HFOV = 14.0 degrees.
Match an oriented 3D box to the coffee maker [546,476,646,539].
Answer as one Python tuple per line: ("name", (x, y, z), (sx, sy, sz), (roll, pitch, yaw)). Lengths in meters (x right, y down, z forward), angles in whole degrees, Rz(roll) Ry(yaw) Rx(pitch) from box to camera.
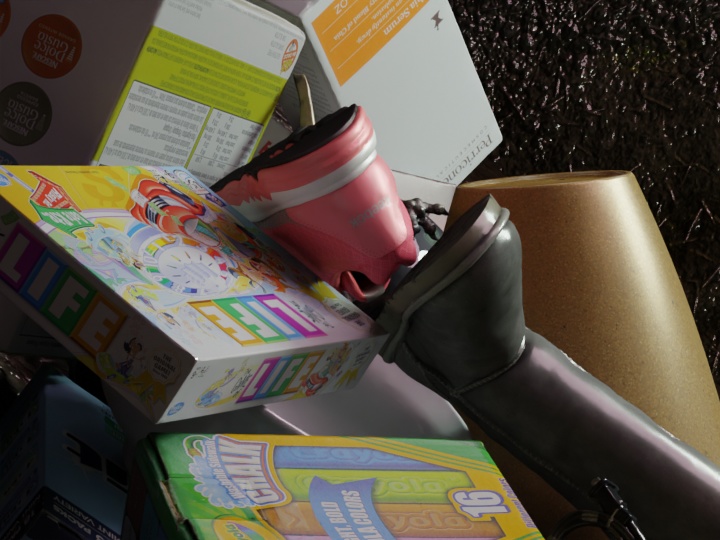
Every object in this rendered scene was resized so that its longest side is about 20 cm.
("coffee maker", (0.108, 0.209, 1.368), (0.200, 0.192, 0.135), (23, 38, -55))

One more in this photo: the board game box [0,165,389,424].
("board game box", (-0.083, 0.006, 1.281), (0.134, 0.034, 0.200), (39, 16, 17))

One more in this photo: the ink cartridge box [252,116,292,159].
("ink cartridge box", (-0.035, 0.024, 1.761), (0.200, 0.146, 0.086), (40, -13, -2))

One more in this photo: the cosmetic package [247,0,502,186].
("cosmetic package", (0.004, -0.124, 1.755), (0.071, 0.101, 0.200), (29, -23, 39))

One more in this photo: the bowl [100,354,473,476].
("bowl", (-0.049, 0.074, 1.380), (0.201, 0.090, 0.201), (30, 16, -9))

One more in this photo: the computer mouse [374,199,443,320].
("computer mouse", (0.036, 0.050, 1.608), (0.138, 0.053, 0.200), (2, 76, -53))

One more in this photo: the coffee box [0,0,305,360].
("coffee box", (-0.180, -0.081, 1.451), (0.199, 0.198, 0.200), (26, 4, 17))

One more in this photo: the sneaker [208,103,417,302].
("sneaker", (-0.025, -0.019, 1.408), (0.087, 0.074, 0.200), (58, -13, -5))

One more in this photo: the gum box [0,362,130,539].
("gum box", (-0.093, 0.137, 1.368), (0.170, 0.045, 0.200), (37, 9, -15))

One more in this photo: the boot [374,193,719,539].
("boot", (0.101, 0.064, 1.349), (0.200, 0.073, 0.182), (44, -13, 6))

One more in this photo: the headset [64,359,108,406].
("headset", (-0.105, 0.082, 1.569), (0.123, 0.094, 0.200), (34, -4, -39))

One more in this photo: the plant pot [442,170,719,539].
("plant pot", (0.103, 0.052, 1.512), (0.186, 0.200, 0.186), (-5, 6, 0))

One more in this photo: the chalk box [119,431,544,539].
("chalk box", (-0.034, 0.147, 1.198), (0.200, 0.125, 0.124), (1, 24, -18))

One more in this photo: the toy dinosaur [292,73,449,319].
("toy dinosaur", (0.000, 0.000, 1.497), (0.088, 0.200, 0.047), (4, 13, 42))

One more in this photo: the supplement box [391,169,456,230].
("supplement box", (-0.004, 0.042, 1.664), (0.109, 0.200, 0.061), (12, -18, -36))
